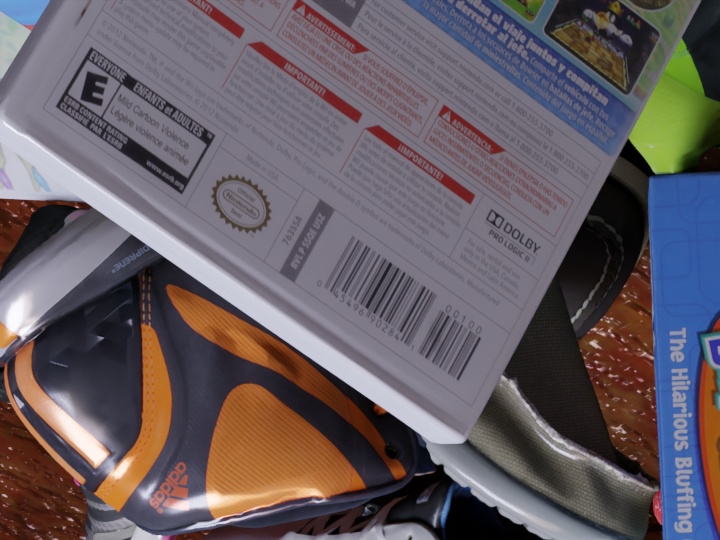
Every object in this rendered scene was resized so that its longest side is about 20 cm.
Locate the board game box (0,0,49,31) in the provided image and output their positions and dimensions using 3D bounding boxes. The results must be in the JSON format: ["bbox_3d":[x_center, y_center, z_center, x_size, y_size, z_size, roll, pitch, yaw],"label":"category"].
[{"bbox_3d":[-0.087,-0.146,0.764,0.200,0.105,0.103,32,144,-16],"label":"board game box"}]

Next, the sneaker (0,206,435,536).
[{"bbox_3d":[0.000,0.000,0.813,0.112,0.200,0.078,51,169,3],"label":"sneaker"}]

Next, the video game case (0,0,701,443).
[{"bbox_3d":[0.015,-0.079,0.722,0.143,0.200,0.018,35,163,-20],"label":"video game case"}]

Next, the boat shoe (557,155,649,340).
[{"bbox_3d":[0.030,0.022,0.973,0.072,0.061,0.201,31,145,-14],"label":"boat shoe"}]

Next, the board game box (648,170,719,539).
[{"bbox_3d":[0.110,0.065,0.842,0.045,0.153,0.200,-3,170,6],"label":"board game box"}]

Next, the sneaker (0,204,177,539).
[{"bbox_3d":[-0.092,0.039,1.056,0.087,0.074,0.200,23,149,9],"label":"sneaker"}]

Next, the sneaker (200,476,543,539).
[{"bbox_3d":[0.018,0.107,1.104,0.200,0.072,0.073,1,107,37],"label":"sneaker"}]

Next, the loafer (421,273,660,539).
[{"bbox_3d":[0.026,0.001,0.871,0.200,0.070,0.075,50,-172,18],"label":"loafer"}]

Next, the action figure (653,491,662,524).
[{"bbox_3d":[0.167,0.119,0.976,0.200,0.099,0.065,21,147,40],"label":"action figure"}]

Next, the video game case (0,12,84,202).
[{"bbox_3d":[-0.137,-0.087,0.947,0.199,0.022,0.183,3,142,25],"label":"video game case"}]

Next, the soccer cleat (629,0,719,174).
[{"bbox_3d":[0.142,-0.071,0.760,0.200,0.067,0.081,-7,96,45],"label":"soccer cleat"}]
